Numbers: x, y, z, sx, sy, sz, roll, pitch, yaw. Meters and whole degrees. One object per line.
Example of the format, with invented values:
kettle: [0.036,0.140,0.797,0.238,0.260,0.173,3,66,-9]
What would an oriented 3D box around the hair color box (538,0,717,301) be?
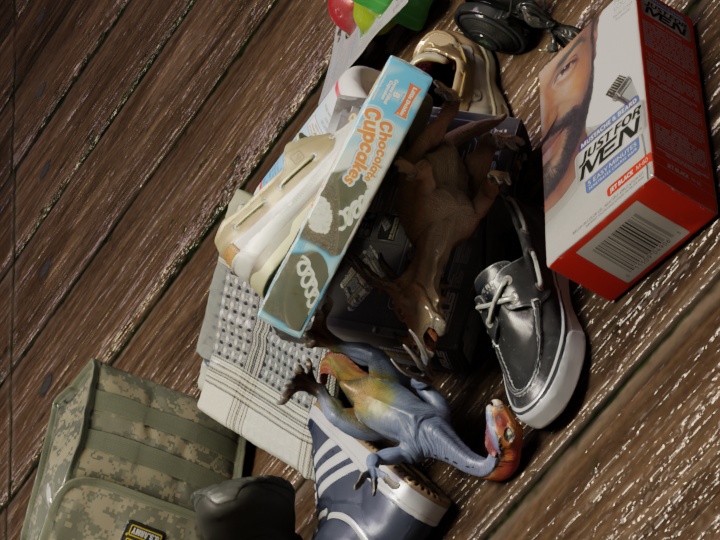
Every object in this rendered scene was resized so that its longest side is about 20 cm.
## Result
hair color box: [0.183,-0.092,1.372,0.111,0.064,0.201,-44,29,37]

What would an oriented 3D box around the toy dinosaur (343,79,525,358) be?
toy dinosaur: [0.050,-0.047,1.432,0.201,0.085,0.136,-71,7,-49]

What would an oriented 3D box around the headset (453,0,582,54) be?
headset: [0.140,-0.227,1.615,0.124,0.094,0.200,-59,9,16]

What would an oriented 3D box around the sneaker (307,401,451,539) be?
sneaker: [-0.013,0.176,1.471,0.109,0.070,0.200,-59,27,2]

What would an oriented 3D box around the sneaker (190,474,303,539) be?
sneaker: [-0.072,0.219,1.454,0.075,0.200,0.091,-15,56,5]

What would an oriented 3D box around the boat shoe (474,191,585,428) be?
boat shoe: [0.111,0.022,1.387,0.072,0.068,0.201,-41,31,37]

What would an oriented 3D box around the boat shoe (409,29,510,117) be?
boat shoe: [0.071,-0.159,1.651,0.074,0.069,0.200,-54,26,18]

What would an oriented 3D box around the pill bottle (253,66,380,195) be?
pill bottle: [-0.024,-0.069,1.700,0.200,0.108,0.109,-50,27,23]

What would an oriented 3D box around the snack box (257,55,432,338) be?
snack box: [-0.011,-0.052,1.382,0.201,0.037,0.116,-63,2,1]

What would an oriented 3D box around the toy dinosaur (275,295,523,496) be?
toy dinosaur: [0.038,0.092,1.405,0.106,0.181,0.200,-64,-11,11]

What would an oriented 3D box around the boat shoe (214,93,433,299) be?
boat shoe: [-0.030,-0.073,1.483,0.068,0.075,0.200,39,80,23]

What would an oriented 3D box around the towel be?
towel: [-0.075,0.050,1.635,0.200,0.034,0.194,29,113,50]

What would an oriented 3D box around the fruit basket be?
fruit basket: [0.022,-0.274,1.877,0.200,0.093,0.186,126,160,-56]

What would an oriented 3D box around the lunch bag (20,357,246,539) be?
lunch bag: [-0.196,0.202,1.687,0.118,0.163,0.201,-42,32,49]

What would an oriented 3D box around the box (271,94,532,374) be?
box: [0.031,-0.031,1.515,0.157,0.048,0.201,8,66,20]
